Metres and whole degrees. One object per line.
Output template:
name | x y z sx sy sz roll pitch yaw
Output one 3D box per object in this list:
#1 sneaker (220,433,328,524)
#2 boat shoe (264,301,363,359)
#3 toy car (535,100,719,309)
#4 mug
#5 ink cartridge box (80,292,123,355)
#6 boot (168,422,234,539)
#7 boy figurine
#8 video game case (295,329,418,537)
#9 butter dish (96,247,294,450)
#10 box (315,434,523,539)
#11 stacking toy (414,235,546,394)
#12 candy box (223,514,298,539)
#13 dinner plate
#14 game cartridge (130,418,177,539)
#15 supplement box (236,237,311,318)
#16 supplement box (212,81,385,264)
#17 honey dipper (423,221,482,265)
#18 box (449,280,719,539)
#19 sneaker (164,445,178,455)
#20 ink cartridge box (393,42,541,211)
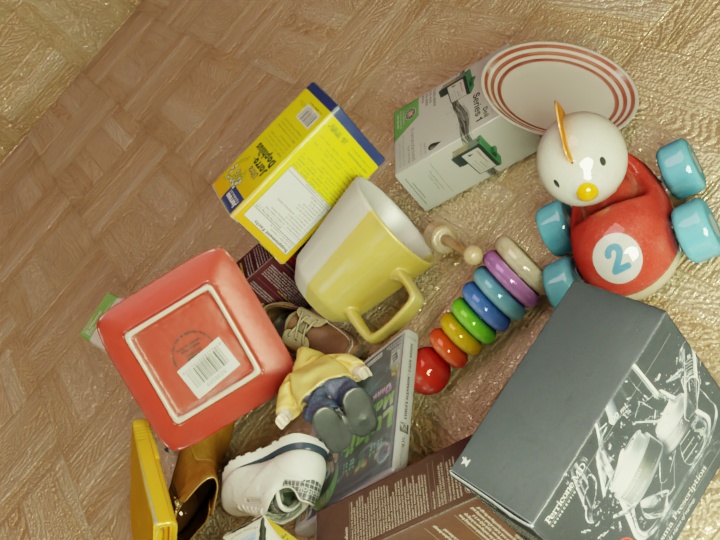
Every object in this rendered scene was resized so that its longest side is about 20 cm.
sneaker | -0.110 0.261 1.118 0.199 0.075 0.082 -39 39 44
boat shoe | -0.073 0.089 1.267 0.198 0.072 0.077 12 65 52
toy car | 0.241 -0.085 0.979 0.182 0.200 0.179 -26 39 28
mug | -0.006 -0.008 1.220 0.153 0.149 0.187 -42 18 14
ink cartridge box | -0.315 0.122 1.435 0.198 0.145 0.085 15 67 53
boot | -0.198 0.248 1.221 0.205 0.070 0.144 -67 18 -9
boy figurine | -0.048 0.142 1.103 0.123 0.065 0.200 -32 17 -10
video game case | -0.005 0.187 1.088 0.200 0.023 0.185 -41 30 42
butter dish | -0.204 0.094 1.230 0.198 0.202 0.148 -30 5 2
box | 0.060 0.252 0.937 0.198 0.100 0.076 -31 37 21
stacking toy | 0.124 0.059 1.081 0.200 0.085 0.086 -47 34 10
candy box | -0.076 0.367 0.940 0.060 0.136 0.202 -30 38 19
dinner plate | 0.246 -0.220 1.182 0.195 0.025 0.203 3 47 -3
game cartridge | -0.264 0.318 1.196 0.201 0.032 0.180 -123 36 -56
supplement box | -0.081 -0.016 1.348 0.199 0.109 0.061 -39 35 10
supplement box | -0.084 -0.131 1.272 0.200 0.109 0.110 -44 35 3
honey dipper | 0.114 -0.029 1.147 0.038 0.038 0.200 -46 13 2
box | 0.205 0.150 0.803 0.202 0.182 0.103 -54 35 -10
sneaker | -0.211 0.186 1.336 0.202 0.072 0.072 -55 8 14
ink cartridge box | 0.147 -0.196 1.294 0.198 0.084 0.148 -28 39 26
